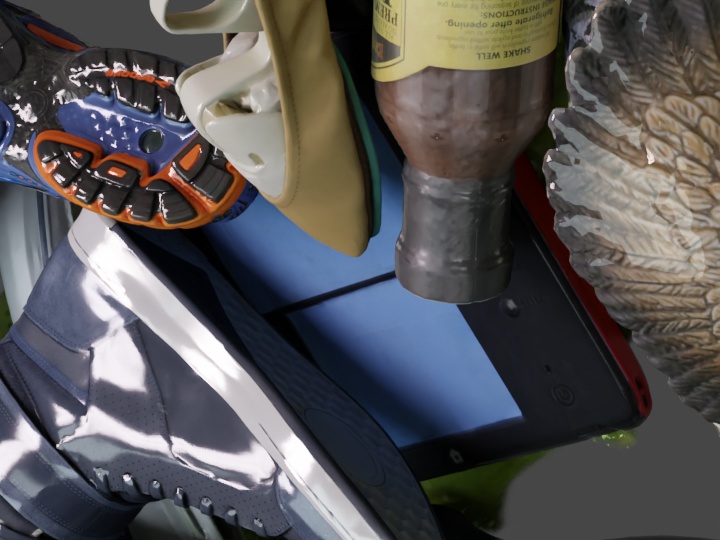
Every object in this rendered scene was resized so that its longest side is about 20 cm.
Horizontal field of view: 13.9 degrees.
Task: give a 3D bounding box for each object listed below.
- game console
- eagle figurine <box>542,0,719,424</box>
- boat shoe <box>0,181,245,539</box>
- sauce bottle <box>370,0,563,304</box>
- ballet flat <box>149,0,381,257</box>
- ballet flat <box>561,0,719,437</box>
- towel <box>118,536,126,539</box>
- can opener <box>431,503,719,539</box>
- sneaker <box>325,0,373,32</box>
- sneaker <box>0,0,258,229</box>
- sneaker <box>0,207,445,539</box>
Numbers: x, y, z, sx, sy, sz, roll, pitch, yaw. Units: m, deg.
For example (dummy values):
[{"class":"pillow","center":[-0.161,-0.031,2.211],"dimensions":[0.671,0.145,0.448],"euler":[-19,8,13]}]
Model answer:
[{"class":"game console","center":[0.000,0.000,1.107],"dimensions":[0.200,0.031,0.177],"euler":[-18,103,49]},{"class":"eagle figurine","center":[0.157,0.005,0.872],"dimensions":[0.152,0.200,0.151],"euler":[-36,46,19]},{"class":"boat shoe","center":[-0.092,0.035,1.202],"dimensions":[0.067,0.074,0.201],"euler":[-9,110,15]},{"class":"sauce bottle","center":[0.035,-0.085,0.971],"dimensions":[0.065,0.065,0.201],"euler":[21,121,33]},{"class":"ballet flat","center":[-0.038,-0.081,0.975],"dimensions":[0.069,0.063,0.201],"euler":[50,156,48]},{"class":"ballet flat","center":[0.111,-0.011,0.964],"dimensions":[0.072,0.072,0.201],"euler":[-21,101,49]},{"class":"towel","center":[-0.059,0.203,1.191],"dimensions":[0.199,0.148,0.050],"euler":[25,176,-5]},{"class":"can opener","center":[0.065,0.126,1.109],"dimensions":[0.199,0.079,0.064],"euler":[1,110,33]},{"class":"sneaker","center":[-0.007,-0.154,0.991],"dimensions":[0.115,0.076,0.200],"euler":[36,141,3]},{"class":"sneaker","center":[-0.122,-0.059,1.089],"dimensions":[0.200,0.076,0.078],"euler":[26,177,21]},{"class":"sneaker","center":[-0.071,0.088,1.110],"dimensions":[0.202,0.077,0.146],"euler":[45,103,23]}]
